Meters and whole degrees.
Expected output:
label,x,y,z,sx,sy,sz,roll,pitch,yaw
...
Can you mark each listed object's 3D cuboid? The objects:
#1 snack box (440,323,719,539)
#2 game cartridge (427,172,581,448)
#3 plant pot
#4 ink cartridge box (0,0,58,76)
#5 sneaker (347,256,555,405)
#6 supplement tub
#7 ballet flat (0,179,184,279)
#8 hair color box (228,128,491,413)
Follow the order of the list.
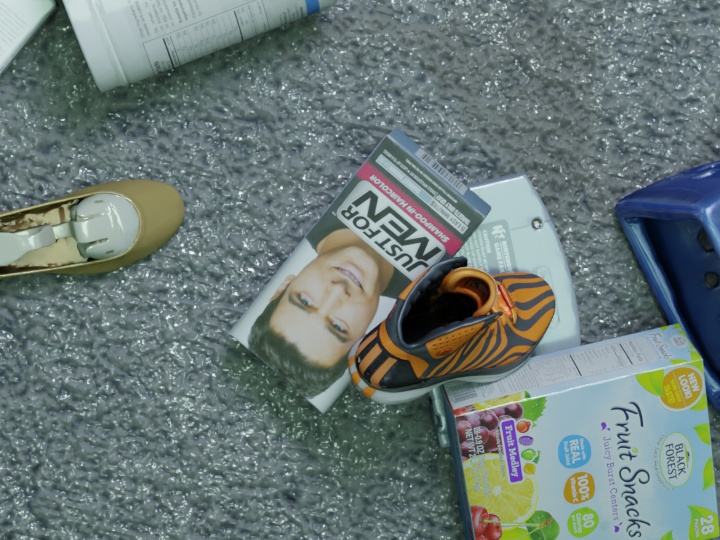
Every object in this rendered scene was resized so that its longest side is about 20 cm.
label,x,y,z,sx,sy,sz,roll,pitch,yaw
snack box,0.174,0.147,1.651,0.198,0.068,0.170,-14,117,-5
game cartridge,0.105,0.030,1.675,0.132,0.040,0.202,-12,96,-1
plant pot,0.339,-0.006,1.618,0.179,0.200,0.201,-29,98,-9
ink cartridge box,-0.360,-0.203,1.604,0.200,0.044,0.174,41,91,-8
sneaker,0.090,0.033,1.565,0.199,0.112,0.078,-25,72,-38
supplement tub,-0.126,-0.228,1.581,0.199,0.132,0.133,-20,97,-3
ballet flat,-0.232,-0.024,1.623,0.198,0.063,0.069,-14,97,-4
hair color box,0.000,0.000,1.624,0.099,0.061,0.200,39,103,1
